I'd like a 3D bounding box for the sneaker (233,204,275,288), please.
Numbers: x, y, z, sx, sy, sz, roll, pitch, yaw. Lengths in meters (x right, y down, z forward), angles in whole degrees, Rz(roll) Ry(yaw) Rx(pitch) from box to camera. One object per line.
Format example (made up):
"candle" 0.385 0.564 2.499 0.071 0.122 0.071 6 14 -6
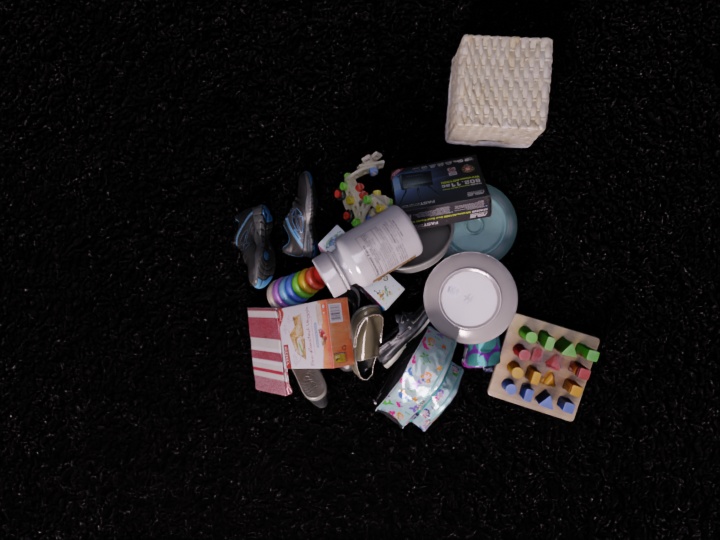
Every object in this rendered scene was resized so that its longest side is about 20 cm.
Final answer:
"sneaker" -0.247 -0.051 1.215 0.082 0.073 0.200 -10 68 16

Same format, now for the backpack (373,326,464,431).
"backpack" 0.134 0.227 1.123 0.150 0.178 0.200 27 121 10

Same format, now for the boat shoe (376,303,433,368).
"boat shoe" 0.098 0.130 1.198 0.066 0.075 0.199 39 106 -2

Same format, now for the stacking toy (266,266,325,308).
"stacking toy" -0.124 0.029 1.166 0.200 0.085 0.085 -29 89 43

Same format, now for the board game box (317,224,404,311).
"board game box" 0.000 0.000 1.165 0.200 0.148 0.064 42 85 4

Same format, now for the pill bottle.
"pill bottle" 0.012 -0.034 1.036 0.200 0.114 0.114 -31 89 -6

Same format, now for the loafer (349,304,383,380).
"loafer" 0.019 0.159 1.140 0.075 0.070 0.200 -10 130 -19

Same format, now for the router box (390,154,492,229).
"router box" 0.170 -0.169 1.141 0.200 0.062 0.150 -11 47 6

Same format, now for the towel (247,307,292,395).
"towel" -0.214 0.185 1.221 0.144 0.023 0.200 -4 92 49

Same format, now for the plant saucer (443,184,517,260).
"plant saucer" 0.257 -0.102 1.192 0.200 0.036 0.200 0 93 6

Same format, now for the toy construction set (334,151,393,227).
"toy construction set" 0.010 -0.171 1.166 0.092 0.131 0.200 12 52 -28

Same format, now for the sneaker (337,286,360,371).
"sneaker" -0.037 0.137 1.205 0.066 0.090 0.200 3 93 7

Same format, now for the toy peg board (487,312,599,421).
"toy peg board" 0.410 0.220 1.156 0.200 0.098 0.199 17 94 6

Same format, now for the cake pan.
"cake pan" 0.110 -0.073 1.156 0.200 0.037 0.200 -11 50 13

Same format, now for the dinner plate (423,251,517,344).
"dinner plate" 0.234 0.060 1.124 0.200 0.024 0.200 0 90 13

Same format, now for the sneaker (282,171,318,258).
"sneaker" -0.142 -0.129 1.215 0.082 0.073 0.200 2 92 7

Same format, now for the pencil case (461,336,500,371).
"pencil case" 0.261 0.121 1.174 0.092 0.085 0.200 -6 91 -21

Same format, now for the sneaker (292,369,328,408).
"sneaker" -0.130 0.225 1.233 0.075 0.106 0.200 -17 61 -8

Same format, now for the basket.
"basket" 0.289 -0.375 1.117 0.198 0.161 0.200 5 94 5

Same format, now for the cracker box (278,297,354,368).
"cracker box" -0.097 0.134 1.091 0.058 0.200 0.134 -3 83 -36
